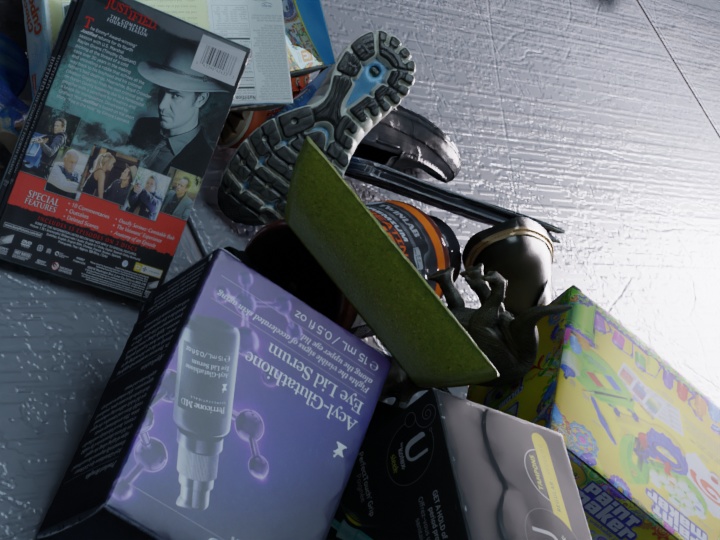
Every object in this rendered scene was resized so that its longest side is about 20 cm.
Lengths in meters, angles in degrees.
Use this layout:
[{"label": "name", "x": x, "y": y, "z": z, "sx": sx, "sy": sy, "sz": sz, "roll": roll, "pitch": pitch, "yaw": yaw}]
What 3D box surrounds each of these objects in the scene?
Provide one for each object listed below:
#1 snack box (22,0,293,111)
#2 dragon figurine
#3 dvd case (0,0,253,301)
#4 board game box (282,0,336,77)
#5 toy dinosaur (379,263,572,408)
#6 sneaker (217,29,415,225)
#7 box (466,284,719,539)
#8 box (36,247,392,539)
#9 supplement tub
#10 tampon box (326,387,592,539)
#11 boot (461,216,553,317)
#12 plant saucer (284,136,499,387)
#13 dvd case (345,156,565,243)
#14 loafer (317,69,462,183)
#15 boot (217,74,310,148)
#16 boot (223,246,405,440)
[{"label": "snack box", "x": -0.146, "y": -0.173, "z": 1.374, "sx": 0.200, "sy": 0.037, "sz": 0.116, "roll": -4, "pitch": 87, "yaw": -35}, {"label": "dragon figurine", "x": -0.274, "y": -0.133, "z": 1.348, "sx": 0.200, "sy": 0.059, "sz": 0.099, "roll": 39, "pitch": 31, "yaw": -23}, {"label": "dvd case", "x": -0.170, "y": -0.087, "z": 1.327, "sx": 0.146, "sy": 0.200, "sz": 0.022, "roll": 18, "pitch": 6, "yaw": -39}, {"label": "board game box", "x": -0.133, "y": -0.207, "z": 1.451, "sx": 0.200, "sy": 0.064, "sz": 0.148, "roll": -15, "pitch": 93, "yaw": -29}, {"label": "toy dinosaur", "x": 0.089, "y": 0.051, "z": 1.437, "sx": 0.077, "sy": 0.200, "sz": 0.102, "roll": -39, "pitch": 111, "yaw": -55}, {"label": "sneaker", "x": -0.038, "y": -0.107, "z": 1.538, "sx": 0.200, "sy": 0.090, "sz": 0.078, "roll": -44, "pitch": 97, "yaw": -15}, {"label": "box", "x": 0.186, "y": 0.155, "z": 1.450, "sx": 0.200, "sy": 0.122, "sz": 0.193, "roll": 39, "pitch": 32, "yaw": -15}, {"label": "box", "x": -0.090, "y": 0.114, "z": 1.206, "sx": 0.148, "sy": 0.104, "sz": 0.200, "roll": 33, "pitch": 57, "yaw": -20}, {"label": "supplement tub", "x": 0.000, "y": 0.000, "z": 1.496, "sx": 0.200, "sy": 0.107, "sz": 0.107, "roll": -14, "pitch": 67, "yaw": -55}, {"label": "tampon box", "x": 0.042, "y": 0.202, "z": 1.245, "sx": 0.126, "sy": 0.200, "sz": 0.150, "roll": 21, "pitch": 42, "yaw": -36}, {"label": "boot", "x": 0.146, "y": 0.052, "z": 1.579, "sx": 0.200, "sy": 0.077, "sz": 0.138, "roll": 60, "pitch": 11, "yaw": -62}, {"label": "plant saucer", "x": 0.013, "y": 0.011, "z": 1.306, "sx": 0.200, "sy": 0.048, "sz": 0.200, "roll": 52, "pitch": -1, "yaw": 5}, {"label": "dvd case", "x": 0.056, "y": -0.067, "z": 1.612, "sx": 0.200, "sy": 0.016, "sz": 0.149, "roll": 18, "pitch": 0, "yaw": -30}, {"label": "loafer", "x": 0.019, "y": -0.118, "z": 1.691, "sx": 0.068, "sy": 0.070, "sz": 0.201, "roll": 24, "pitch": -4, "yaw": 41}, {"label": "boot", "x": -0.082, "y": -0.160, "z": 1.602, "sx": 0.107, "sy": 0.075, "sz": 0.200, "roll": 37, "pitch": 33, "yaw": -28}, {"label": "boot", "x": -0.040, "y": 0.092, "z": 1.375, "sx": 0.168, "sy": 0.076, "sz": 0.200, "roll": 18, "pitch": 50, "yaw": -34}]
